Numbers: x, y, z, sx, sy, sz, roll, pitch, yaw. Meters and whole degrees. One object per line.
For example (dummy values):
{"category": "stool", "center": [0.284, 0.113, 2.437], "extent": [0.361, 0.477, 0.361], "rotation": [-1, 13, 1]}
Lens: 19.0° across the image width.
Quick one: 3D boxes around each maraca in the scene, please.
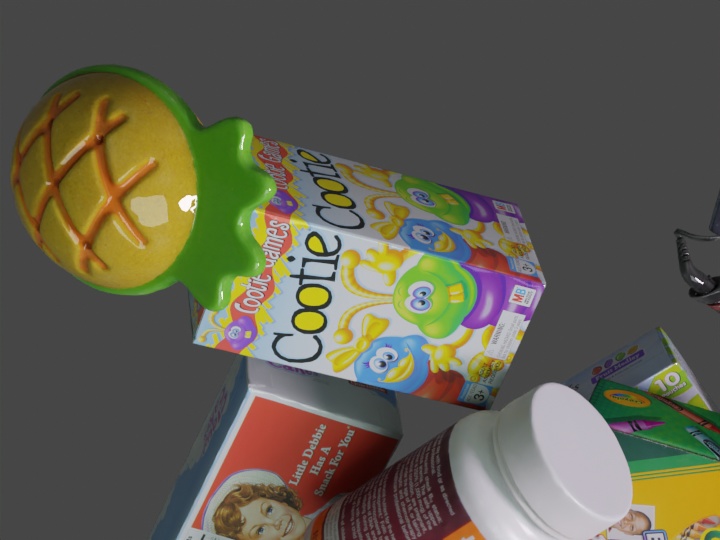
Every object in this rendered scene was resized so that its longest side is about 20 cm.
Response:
{"category": "maraca", "center": [-0.131, -0.049, 1.279], "extent": [0.107, 0.199, 0.138], "rotation": [-13, 115, -51]}

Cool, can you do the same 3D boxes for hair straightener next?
{"category": "hair straightener", "center": [0.293, 0.020, 1.455], "extent": [0.200, 0.041, 0.077], "rotation": [35, 110, -20]}

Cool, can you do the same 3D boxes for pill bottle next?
{"category": "pill bottle", "center": [0.067, 0.160, 1.359], "extent": [0.114, 0.114, 0.200], "rotation": [37, 125, -26]}

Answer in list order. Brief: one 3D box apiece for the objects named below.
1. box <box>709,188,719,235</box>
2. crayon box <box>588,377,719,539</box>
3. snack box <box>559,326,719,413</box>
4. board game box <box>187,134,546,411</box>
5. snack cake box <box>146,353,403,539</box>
{"category": "box", "center": [0.342, -0.085, 1.287], "extent": [0.198, 0.123, 0.201], "rotation": [28, 124, 26]}
{"category": "crayon box", "center": [0.192, 0.181, 1.435], "extent": [0.118, 0.058, 0.201], "rotation": [16, 122, 13]}
{"category": "snack box", "center": [0.162, 0.147, 1.501], "extent": [0.199, 0.053, 0.142], "rotation": [-32, 119, 11]}
{"category": "board game box", "center": [0.000, 0.000, 1.358], "extent": [0.199, 0.105, 0.103], "rotation": [14, 118, -16]}
{"category": "snack cake box", "center": [-0.064, 0.155, 1.468], "extent": [0.115, 0.067, 0.201], "rotation": [19, 117, -16]}
